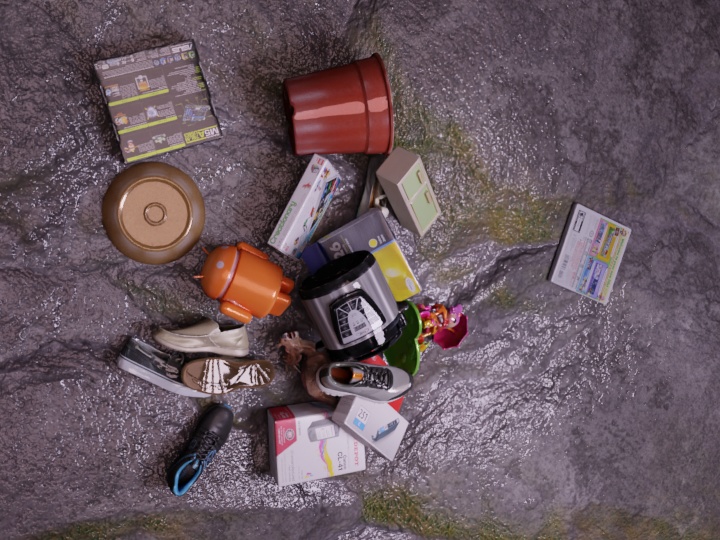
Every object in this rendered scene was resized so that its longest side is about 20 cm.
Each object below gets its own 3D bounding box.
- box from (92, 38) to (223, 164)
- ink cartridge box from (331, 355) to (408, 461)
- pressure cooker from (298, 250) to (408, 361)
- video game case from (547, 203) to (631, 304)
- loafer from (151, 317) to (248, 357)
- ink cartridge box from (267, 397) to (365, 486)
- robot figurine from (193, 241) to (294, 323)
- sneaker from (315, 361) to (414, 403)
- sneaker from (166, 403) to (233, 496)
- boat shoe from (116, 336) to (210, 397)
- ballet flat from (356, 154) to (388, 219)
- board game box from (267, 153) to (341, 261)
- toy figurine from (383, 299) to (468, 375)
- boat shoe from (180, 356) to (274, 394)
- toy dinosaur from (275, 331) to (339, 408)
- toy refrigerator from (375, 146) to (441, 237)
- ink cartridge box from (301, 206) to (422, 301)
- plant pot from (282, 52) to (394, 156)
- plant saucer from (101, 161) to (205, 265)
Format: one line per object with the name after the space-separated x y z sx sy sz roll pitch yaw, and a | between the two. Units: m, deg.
-0.386 -0.324 1.278 0.197 0.047 0.196 -20 104 -17 | box
0.040 0.284 1.423 0.200 0.044 0.178 47 60 -41 | ink cartridge box
-0.009 0.082 1.326 0.178 0.174 0.202 -38 109 -40 | pressure cooker
0.569 -0.039 1.649 0.180 0.022 0.203 20 88 -20 | video game case
-0.318 0.128 1.338 0.197 0.075 0.070 10 91 -29 | loafer
-0.095 0.364 1.429 0.196 0.085 0.151 -5 98 -18 | ink cartridge box
-0.233 0.023 1.329 0.198 0.116 0.146 24 88 -19 | robot figurine
0.012 0.218 1.310 0.196 0.079 0.075 5 69 -12 | sneaker
-0.320 0.368 1.354 0.073 0.082 0.202 33 83 -17 | sneaker
-0.380 0.192 1.319 0.198 0.072 0.072 24 92 -18 | boat shoe
0.035 -0.149 1.425 0.067 0.063 0.204 8 92 -46 | ballet flat
-0.110 -0.124 1.352 0.034 0.126 0.202 27 86 15 | board game box
0.160 0.120 1.459 0.182 0.151 0.202 -15 143 -29 | toy figurine
-0.273 0.208 1.338 0.198 0.064 0.074 2 87 -38 | boat shoe
-0.099 0.214 1.404 0.133 0.086 0.203 -16 93 -16 | toy dinosaur
0.106 -0.160 1.392 0.076 0.070 0.201 -50 146 -11 | toy refrigerator
0.000 0.000 1.412 0.198 0.047 0.200 -29 105 4 | ink cartridge box
-0.050 -0.318 1.326 0.192 0.201 0.205 -9 99 -9 | plant pot
-0.402 -0.111 1.300 0.197 0.035 0.204 -2 97 -19 | plant saucer
